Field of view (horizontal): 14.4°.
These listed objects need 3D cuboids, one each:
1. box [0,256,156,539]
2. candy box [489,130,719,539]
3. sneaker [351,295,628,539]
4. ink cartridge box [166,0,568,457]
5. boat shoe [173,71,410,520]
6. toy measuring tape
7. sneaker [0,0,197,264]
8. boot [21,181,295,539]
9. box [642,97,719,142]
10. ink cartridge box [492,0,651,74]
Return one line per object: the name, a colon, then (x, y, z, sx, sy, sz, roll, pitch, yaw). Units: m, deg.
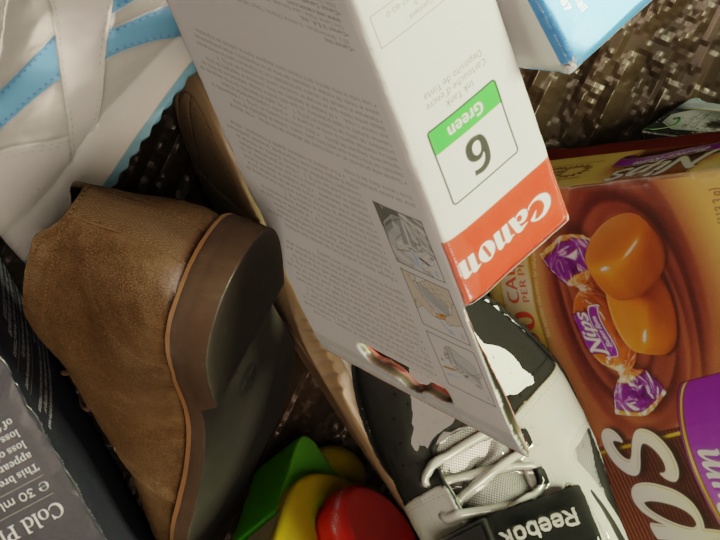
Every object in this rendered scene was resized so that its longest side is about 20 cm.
box: (-0.179, 0.111, 0.989, 0.199, 0.104, 0.183, -26, 112, 1)
candy box: (0.120, 0.054, 1.000, 0.056, 0.116, 0.201, -30, 109, -46)
sneaker: (0.060, 0.098, 0.963, 0.074, 0.089, 0.201, -26, 103, 1)
ink cartridge box: (0.005, -0.044, 0.879, 0.050, 0.109, 0.201, -40, 131, -21)
boat shoe: (0.000, 0.000, 1.001, 0.065, 0.072, 0.201, -32, 112, -8)
toy measuring tape: (-0.020, 0.131, 0.980, 0.073, 0.200, 0.074, 6, 125, 8)
sneaker: (-0.086, -0.100, 0.941, 0.081, 0.077, 0.201, 31, 101, -18)
boot: (-0.069, 0.033, 0.975, 0.075, 0.074, 0.200, 21, 149, 12)
box: (0.173, 0.045, 1.018, 0.040, 0.136, 0.201, -32, 123, -47)
ink cartridge box: (0.068, -0.174, 0.886, 0.200, 0.125, 0.129, -41, 116, -23)
